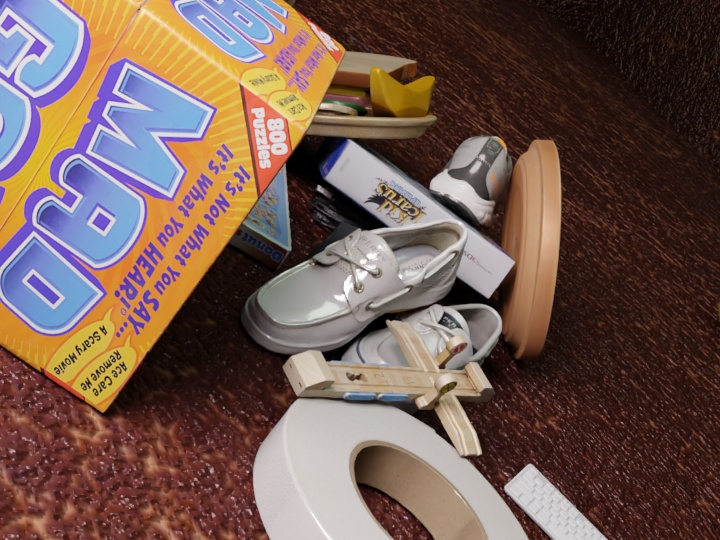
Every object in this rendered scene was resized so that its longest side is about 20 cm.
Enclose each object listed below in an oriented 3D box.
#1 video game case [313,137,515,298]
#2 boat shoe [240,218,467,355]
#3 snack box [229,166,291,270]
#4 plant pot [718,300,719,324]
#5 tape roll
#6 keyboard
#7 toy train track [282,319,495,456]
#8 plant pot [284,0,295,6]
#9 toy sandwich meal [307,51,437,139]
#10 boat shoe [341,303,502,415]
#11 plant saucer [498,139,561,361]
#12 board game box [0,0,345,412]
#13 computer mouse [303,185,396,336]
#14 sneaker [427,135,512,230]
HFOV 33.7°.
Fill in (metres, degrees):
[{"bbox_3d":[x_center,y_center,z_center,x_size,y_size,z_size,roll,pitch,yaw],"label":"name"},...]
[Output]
[{"bbox_3d":[0.043,-0.060,1.110,0.180,0.046,0.200,34,7,-10],"label":"video game case"},{"bbox_3d":[0.000,0.000,0.869,0.199,0.070,0.071,-22,61,-39],"label":"boat shoe"},{"bbox_3d":[-0.095,-0.073,0.998,0.072,0.024,0.201,32,22,-21],"label":"snack box"},{"bbox_3d":[0.625,0.074,1.668,0.199,0.182,0.199,35,22,-9],"label":"plant pot"},{"bbox_3d":[0.026,0.155,0.718,0.202,0.037,0.203,33,22,-15],"label":"tape roll"},{"bbox_3d":[0.187,0.224,0.879,0.200,0.011,0.056,44,21,14],"label":"keyboard"},{"bbox_3d":[0.031,0.067,0.791,0.199,0.033,0.115,8,44,-48],"label":"toy train track"},{"bbox_3d":[-0.147,-0.247,1.079,0.199,0.200,0.176,25,42,-31],"label":"plant pot"},{"bbox_3d":[-0.017,-0.164,1.089,0.203,0.071,0.205,4,11,-1],"label":"toy sandwich meal"},{"bbox_3d":[0.056,0.060,0.918,0.072,0.066,0.199,48,23,22],"label":"boat shoe"},{"bbox_3d":[0.151,-0.019,1.088,0.032,0.202,0.201,4,25,0],"label":"plant saucer"},{"bbox_3d":[-0.152,-0.088,0.687,0.199,0.200,0.200,35,21,-9],"label":"board game box"},{"bbox_3d":[0.004,-0.011,0.996,0.138,0.053,0.200,38,21,-4],"label":"computer mouse"},{"bbox_3d":[0.114,-0.089,1.140,0.074,0.080,0.200,34,5,1],"label":"sneaker"}]
